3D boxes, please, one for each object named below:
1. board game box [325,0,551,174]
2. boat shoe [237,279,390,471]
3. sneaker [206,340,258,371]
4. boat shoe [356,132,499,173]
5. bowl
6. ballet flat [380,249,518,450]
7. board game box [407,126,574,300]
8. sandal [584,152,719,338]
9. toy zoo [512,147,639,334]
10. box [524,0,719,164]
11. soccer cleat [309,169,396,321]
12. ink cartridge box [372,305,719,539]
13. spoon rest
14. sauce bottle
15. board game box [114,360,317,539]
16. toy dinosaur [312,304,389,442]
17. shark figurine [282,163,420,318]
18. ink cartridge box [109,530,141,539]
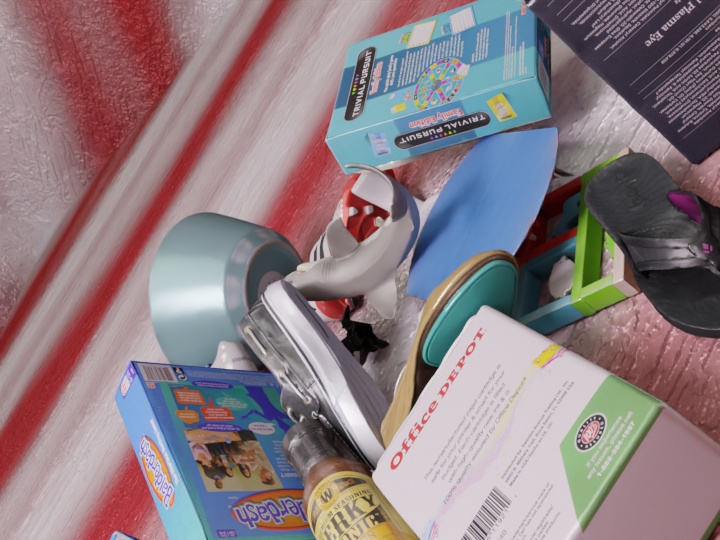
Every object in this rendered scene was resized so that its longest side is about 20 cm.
[{"bbox_3d":[0.075,-0.178,0.863,0.198,0.047,0.152,-13,43,24],"label":"board game box"},{"bbox_3d":[-0.035,0.101,0.803,0.071,0.072,0.201,-43,61,11],"label":"boat shoe"},{"bbox_3d":[-0.155,0.154,1.000,0.200,0.074,0.088,-50,49,35],"label":"sneaker"},{"bbox_3d":[0.063,-0.153,0.941,0.198,0.068,0.072,-17,25,25],"label":"boat shoe"},{"bbox_3d":[-0.129,0.028,1.047,0.104,0.201,0.203,-8,50,35],"label":"bowl"},{"bbox_3d":[0.056,0.064,0.694,0.063,0.068,0.202,54,130,54],"label":"ballet flat"},{"bbox_3d":[0.110,-0.036,0.776,0.159,0.039,0.200,-63,18,-4],"label":"board game box"},{"bbox_3d":[0.196,-0.025,0.603,0.075,0.048,0.201,-41,33,8],"label":"sandal"},{"bbox_3d":[0.138,-0.002,0.746,0.199,0.020,0.132,-31,34,44],"label":"toy zoo"},{"bbox_3d":[0.202,-0.210,0.685,0.104,0.181,0.201,-43,26,27],"label":"box"},{"bbox_3d":[-0.016,-0.035,1.030,0.085,0.068,0.202,-17,49,54],"label":"soccer cleat"},{"bbox_3d":[0.107,0.124,0.569,0.146,0.084,0.200,-56,23,-1],"label":"ink cartridge box"},{"bbox_3d":[0.066,-0.055,0.926,0.100,0.060,0.200,-56,37,3],"label":"spoon rest"},{"bbox_3d":[-0.004,0.183,0.677,0.065,0.064,0.200,-53,39,6],"label":"sauce bottle"},{"bbox_3d":[-0.099,0.158,0.758,0.045,0.151,0.200,-61,41,22],"label":"board game box"},{"bbox_3d":[-0.055,0.101,0.910,0.200,0.101,0.137,45,119,45],"label":"toy dinosaur"},{"bbox_3d":[0.019,-0.008,0.815,0.215,0.127,0.091,-47,48,52],"label":"shark figurine"},{"bbox_3d":[-0.167,0.305,0.744,0.200,0.083,0.147,74,-141,-66],"label":"ink cartridge box"}]
